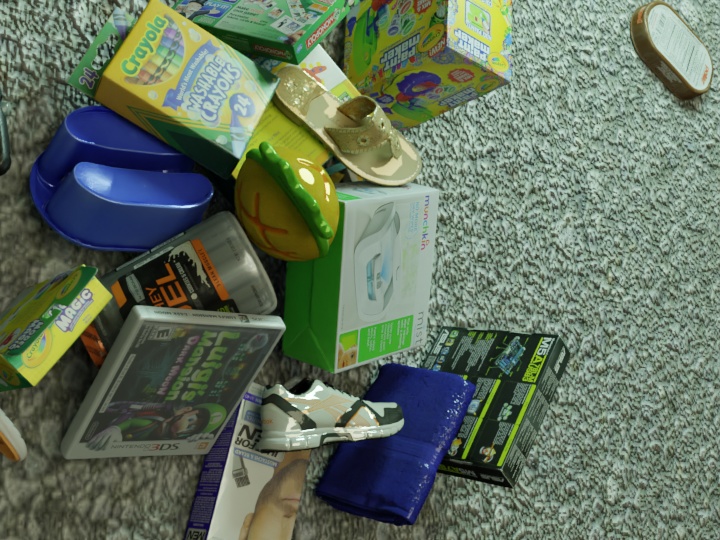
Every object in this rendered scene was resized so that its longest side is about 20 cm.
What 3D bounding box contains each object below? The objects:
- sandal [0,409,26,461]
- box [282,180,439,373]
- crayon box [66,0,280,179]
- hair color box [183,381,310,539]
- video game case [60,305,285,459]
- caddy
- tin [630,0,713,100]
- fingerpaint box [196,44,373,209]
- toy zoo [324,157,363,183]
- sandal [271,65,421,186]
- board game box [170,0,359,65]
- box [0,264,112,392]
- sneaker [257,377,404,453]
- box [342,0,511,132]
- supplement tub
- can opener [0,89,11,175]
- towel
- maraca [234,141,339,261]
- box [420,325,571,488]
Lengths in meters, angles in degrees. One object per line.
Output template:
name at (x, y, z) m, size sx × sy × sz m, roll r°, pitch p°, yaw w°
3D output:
sandal at (-0.403, 0.119, 0.981) m, size 0.059 × 0.079 × 0.208 m, roll -47°, pitch 110°, yaw -35°
box at (0.000, 0.000, 1.231) m, size 0.175 × 0.096 × 0.204 m, roll -10°, pitch 110°, yaw -47°
crayon box at (-0.199, -0.206, 1.111) m, size 0.198 × 0.052 × 0.127 m, roll 30°, pitch 57°, yaw -12°
hair color box at (-0.123, 0.239, 1.170) m, size 0.108 × 0.064 × 0.204 m, roll 24°, pitch 69°, yaw -31°
video game case at (-0.194, 0.121, 1.064) m, size 0.180 × 0.201 × 0.023 m, roll 6°, pitch 37°, yaw -43°
caddy at (-0.257, -0.092, 1.115) m, size 0.197 × 0.105 × 0.143 m, roll 3°, pitch 57°, yaw -35°
tin at (0.549, -0.385, 1.792) m, size 0.199 × 0.042 × 0.113 m, roll 37°, pitch 66°, yaw -25°
fingerpaint box at (-0.108, -0.181, 1.223) m, size 0.167 × 0.073 × 0.200 m, roll 48°, pitch 66°, yaw -6°
toy zoo at (-0.019, -0.143, 1.344) m, size 0.130 × 0.020 × 0.203 m, roll -26°, pitch 96°, yaw -36°
sandal at (-0.007, -0.171, 1.183) m, size 0.210 × 0.069 × 0.079 m, roll 32°, pitch 69°, yaw -14°
board game box at (-0.118, -0.311, 1.209) m, size 0.135 × 0.198 × 0.029 m, roll -51°, pitch 145°, yaw -31°
box at (-0.314, 0.058, 0.982) m, size 0.048 × 0.199 × 0.118 m, roll 47°, pitch 59°, yaw -18°
sneaker at (-0.029, 0.160, 1.174) m, size 0.197 × 0.073 × 0.082 m, roll 1°, pitch 79°, yaw -40°
box at (0.086, -0.316, 1.328) m, size 0.121 × 0.198 × 0.196 m, roll 18°, pitch 65°, yaw -38°
supplement tub at (-0.198, 0.034, 1.087) m, size 0.198 × 0.122 × 0.124 m, roll -30°, pitch 99°, yaw -8°
can opener at (-0.398, -0.192, 1.058) m, size 0.062 × 0.078 × 0.204 m, roll -4°, pitch 74°, yaw -28°
towel at (0.047, 0.213, 1.255) m, size 0.202 × 0.146 × 0.050 m, roll -60°, pitch 138°, yaw -28°
maraca at (-0.075, -0.072, 1.066) m, size 0.107 × 0.200 × 0.138 m, roll -41°, pitch 93°, yaw -10°
box at (0.146, 0.165, 1.296) m, size 0.048 × 0.191 × 0.202 m, roll 54°, pitch 54°, yaw -37°
